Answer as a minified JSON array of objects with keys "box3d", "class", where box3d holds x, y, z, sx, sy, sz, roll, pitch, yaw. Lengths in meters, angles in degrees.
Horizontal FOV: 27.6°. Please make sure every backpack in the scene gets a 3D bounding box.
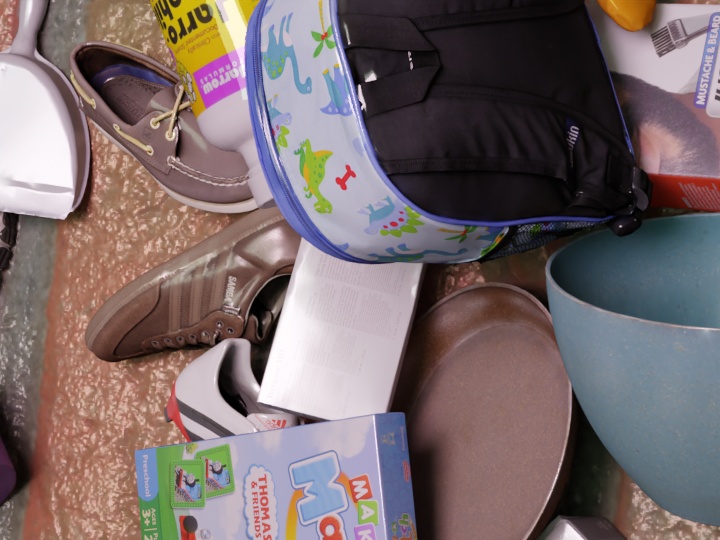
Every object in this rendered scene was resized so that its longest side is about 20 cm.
[{"box3d":[0.031,-0.089,0.792,0.147,0.200,0.183,-20,81,45],"class":"backpack"}]

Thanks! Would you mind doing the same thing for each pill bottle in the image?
[{"box3d":[-0.065,-0.143,0.894,0.104,0.104,0.200,-23,87,23],"class":"pill bottle"}]

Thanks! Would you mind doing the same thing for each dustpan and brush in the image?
[{"box3d":[-0.264,-0.143,1.117,0.139,0.057,0.200,8,86,3],"class":"dustpan and brush"}]

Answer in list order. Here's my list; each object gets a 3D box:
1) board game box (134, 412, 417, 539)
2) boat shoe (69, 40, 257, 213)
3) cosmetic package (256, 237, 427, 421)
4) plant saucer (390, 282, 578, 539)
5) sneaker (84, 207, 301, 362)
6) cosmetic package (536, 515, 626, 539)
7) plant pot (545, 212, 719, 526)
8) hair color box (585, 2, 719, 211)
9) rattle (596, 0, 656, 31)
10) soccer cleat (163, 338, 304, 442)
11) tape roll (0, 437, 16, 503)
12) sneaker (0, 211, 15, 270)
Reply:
[{"box3d":[-0.053,0.174,0.906,0.200,0.037,0.151,-13,78,35],"class":"board game box"},{"box3d":[-0.134,-0.104,1.023,0.072,0.060,0.200,-46,52,-13],"class":"boat shoe"},{"box3d":[0.000,0.000,0.943,0.082,0.051,0.200,15,81,4],"class":"cosmetic package"},{"box3d":[0.066,0.106,0.897,0.200,0.032,0.200,-32,48,43],"class":"plant saucer"},{"box3d":[-0.105,0.027,1.013,0.200,0.070,0.076,-32,75,22],"class":"sneaker"},{"box3d":[0.162,0.248,0.845,0.107,0.090,0.200,-50,63,11],"class":"cosmetic package"},{"box3d":[0.203,0.060,0.800,0.200,0.200,0.135,6,110,27],"class":"plant pot"},{"box3d":[0.190,-0.097,0.869,0.200,0.064,0.111,6,76,28],"class":"hair color box"},{"box3d":[0.189,-0.256,0.847,0.200,0.130,0.143,-34,30,8],"class":"rattle"},{"box3d":[-0.059,0.137,0.973,0.085,0.069,0.200,-48,64,34],"class":"soccer cleat"},{"box3d":[-0.358,0.151,1.055,0.200,0.200,0.085,-35,70,20],"class":"tape roll"},{"box3d":[-0.335,0.023,1.129,0.085,0.077,0.200,16,76,34],"class":"sneaker"}]
